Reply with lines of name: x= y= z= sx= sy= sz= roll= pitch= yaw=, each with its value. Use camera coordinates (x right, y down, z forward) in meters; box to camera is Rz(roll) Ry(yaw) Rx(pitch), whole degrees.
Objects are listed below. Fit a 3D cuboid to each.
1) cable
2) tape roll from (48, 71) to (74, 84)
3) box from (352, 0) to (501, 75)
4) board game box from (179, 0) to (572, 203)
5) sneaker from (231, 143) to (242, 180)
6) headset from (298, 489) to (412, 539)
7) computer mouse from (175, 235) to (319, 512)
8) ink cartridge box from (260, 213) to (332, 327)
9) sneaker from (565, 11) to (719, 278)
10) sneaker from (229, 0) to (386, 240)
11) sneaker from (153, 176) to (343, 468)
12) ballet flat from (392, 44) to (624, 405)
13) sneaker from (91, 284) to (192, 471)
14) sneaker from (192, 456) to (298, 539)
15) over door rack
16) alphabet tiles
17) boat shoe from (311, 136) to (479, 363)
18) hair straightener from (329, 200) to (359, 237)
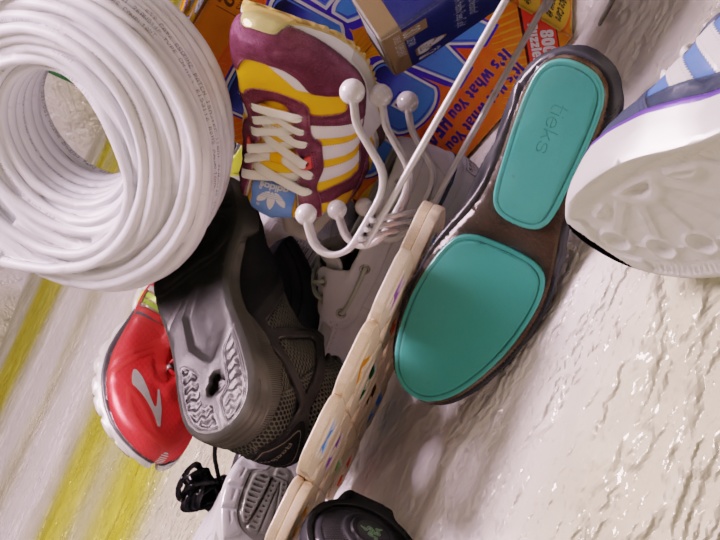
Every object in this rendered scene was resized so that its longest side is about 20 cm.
cable: x=-0.165 y=-0.082 z=0.795 sx=0.069 sy=0.199 sz=0.201 roll=-46 pitch=-31 yaw=-53
tape roll: x=-0.166 y=-0.222 z=0.884 sx=0.201 sy=0.048 sz=0.201 roll=-57 pitch=18 yaw=29
box: x=0.089 y=-0.179 z=0.725 sx=0.199 sy=0.032 sz=0.121 roll=-35 pitch=-3 yaw=4
board game box: x=0.006 y=-0.197 z=0.916 sx=0.200 sy=0.199 sz=0.201 roll=-48 pitch=24 yaw=42
sneaker: x=-0.107 y=-0.066 z=1.025 sx=0.201 sy=0.074 sz=0.085 roll=-56 pitch=0 yaw=13
headset: x=-0.029 y=0.171 z=0.679 sx=0.200 sy=0.093 sz=0.124 roll=177 pitch=118 yaw=-83
computer mouse: x=-0.062 y=0.085 z=0.950 sx=0.141 sy=0.046 sz=0.201 roll=69 pitch=-141 yaw=-71
ink cartridge box: x=-0.084 y=0.008 z=1.080 sx=0.176 sy=0.084 sz=0.200 roll=-58 pitch=18 yaw=17
sneaker: x=0.166 y=-0.090 z=0.525 sx=0.147 sy=0.080 sz=0.200 roll=-64 pitch=12 yaw=-27
sneaker: x=-0.036 y=-0.077 z=0.778 sx=0.091 sy=0.075 sz=0.200 roll=-64 pitch=-19 yaw=-9
sneaker: x=-0.063 y=0.037 z=0.832 sx=0.076 sy=0.114 sz=0.200 roll=-33 pitch=47 yaw=17
ballet flat: x=0.080 y=-0.022 z=0.699 sx=0.073 sy=0.073 sz=0.201 roll=-106 pitch=38 yaw=-65
sneaker: x=-0.116 y=0.033 z=0.893 sx=0.085 sy=0.077 sz=0.201 roll=-37 pitch=33 yaw=44
sneaker: x=-0.087 y=0.215 z=0.846 sx=0.099 sy=0.078 sz=0.201 roll=-50 pitch=12 yaw=55
over door rack: x=0.048 y=-0.098 z=0.740 sx=0.200 sy=0.067 sz=0.148 roll=-49 pitch=-7 yaw=13
alphabet tiles: x=-0.001 y=0.062 z=0.740 sx=0.196 sy=0.015 sz=0.201 roll=75 pitch=-141 yaw=-76
boat shoe: x=0.000 y=0.000 z=0.879 sx=0.201 sy=0.066 sz=0.074 roll=-59 pitch=18 yaw=17
hair straightener: x=-0.015 y=-0.064 z=0.995 sx=0.041 sy=0.077 sz=0.200 roll=-56 pitch=19 yaw=27
